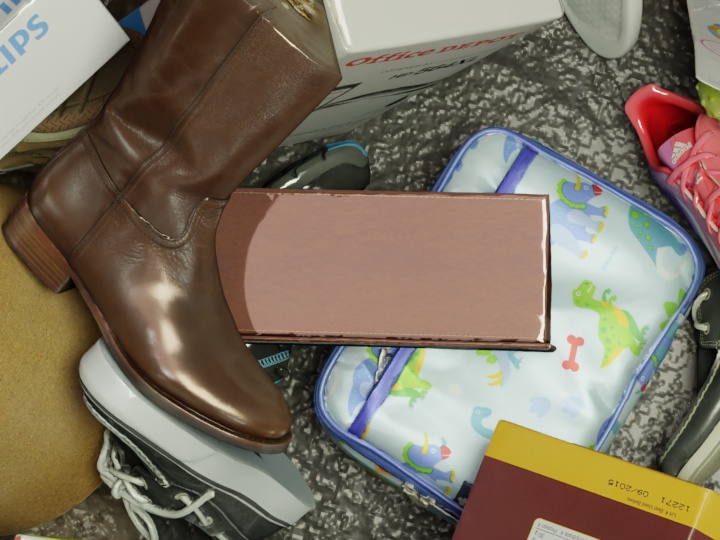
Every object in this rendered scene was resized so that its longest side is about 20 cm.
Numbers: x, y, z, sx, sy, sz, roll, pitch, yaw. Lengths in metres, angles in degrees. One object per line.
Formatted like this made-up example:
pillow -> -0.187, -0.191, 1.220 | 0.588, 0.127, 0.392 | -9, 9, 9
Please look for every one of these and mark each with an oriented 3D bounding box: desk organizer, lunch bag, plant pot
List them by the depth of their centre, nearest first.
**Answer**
plant pot -> -0.223, 0.026, 1.363 | 0.185, 0.200, 0.188 | -4, 76, 16
desk organizer -> 0.000, 0.000, 1.386 | 0.198, 0.072, 0.078 | 1, 88, 6
lunch bag -> 0.075, 0.036, 1.461 | 0.160, 0.082, 0.201 | 33, 82, 5

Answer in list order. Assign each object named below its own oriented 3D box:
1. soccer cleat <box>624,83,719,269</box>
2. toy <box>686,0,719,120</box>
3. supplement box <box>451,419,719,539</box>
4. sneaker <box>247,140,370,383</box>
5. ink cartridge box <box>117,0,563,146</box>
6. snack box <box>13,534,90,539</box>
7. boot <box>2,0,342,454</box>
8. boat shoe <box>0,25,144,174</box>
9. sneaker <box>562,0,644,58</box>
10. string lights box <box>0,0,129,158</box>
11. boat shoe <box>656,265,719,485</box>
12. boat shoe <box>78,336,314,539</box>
soccer cleat -> 0.192, -0.037, 1.418 | 0.076, 0.200, 0.067 | 35, 104, -24
toy -> 0.215, -0.093, 1.431 | 0.115, 0.200, 0.047 | 24, 115, -5
supplement box -> 0.132, 0.212, 1.366 | 0.132, 0.197, 0.201 | 17, 81, 41
sneaker -> -0.057, 0.016, 1.466 | 0.082, 0.073, 0.200 | 43, 94, -1
ink cartridge box -> -0.016, -0.127, 1.392 | 0.145, 0.200, 0.085 | -13, 83, -36
snack box -> -0.078, 0.173, 1.406 | 0.199, 0.142, 0.053 | 8, 84, -1
boot -> -0.054, -0.036, 1.292 | 0.186, 0.064, 0.200 | 41, 112, 2
boat shoe -> -0.166, -0.079, 1.430 | 0.199, 0.076, 0.072 | -1, 51, 38
sneaker -> 0.147, -0.222, 1.496 | 0.099, 0.070, 0.201 | -24, 109, -37
string lights box -> -0.211, -0.138, 1.414 | 0.103, 0.200, 0.059 | -42, 128, -5
boat shoe -> 0.211, 0.027, 1.478 | 0.067, 0.072, 0.201 | 28, 84, 18
boat shoe -> -0.097, 0.096, 1.389 | 0.068, 0.199, 0.074 | -40, 61, 6
